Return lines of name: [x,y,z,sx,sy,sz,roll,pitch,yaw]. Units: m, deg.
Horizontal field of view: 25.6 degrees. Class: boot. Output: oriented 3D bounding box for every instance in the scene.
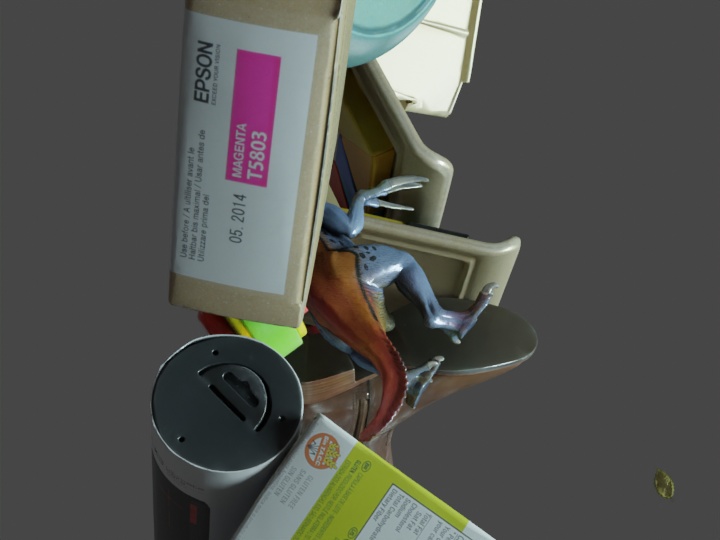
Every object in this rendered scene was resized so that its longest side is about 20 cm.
boot: [0.025,0.115,1.100,0.201,0.184,0.065,91,-10,-45]

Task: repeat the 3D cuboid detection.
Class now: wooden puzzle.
wooden puzzle: [0.000,0.000,1.084,0.185,0.197,0.038,100,-2,-66]
wooden puzzle: [-0.012,-0.104,1.083,0.201,0.037,0.185,58,-16,17]

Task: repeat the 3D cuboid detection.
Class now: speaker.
speaker: [-0.075,0.119,0.874,0.201,0.080,0.082,100,-2,-56]

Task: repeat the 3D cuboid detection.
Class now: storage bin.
storage bin: [0.012,-0.229,1.203,0.200,0.093,0.201,-154,-109,-65]

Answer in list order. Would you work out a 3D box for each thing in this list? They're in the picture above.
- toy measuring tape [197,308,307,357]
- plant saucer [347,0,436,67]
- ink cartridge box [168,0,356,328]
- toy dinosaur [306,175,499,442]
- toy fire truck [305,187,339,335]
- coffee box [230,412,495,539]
toy measuring tape: [-0.065,0.019,0.962,0.200,0.073,0.075,100,-1,-79]
plant saucer: [0.006,-0.217,0.926,0.199,0.027,0.203,-24,121,-46]
ink cartridge box: [-0.044,-0.102,0.797,0.166,0.074,0.202,-80,180,-52]
toy dinosaur: [-0.014,-0.016,0.898,0.106,0.181,0.200,-55,173,15]
toy fire truck: [-0.047,0.011,1.349,0.199,0.176,0.129,-32,-150,28]
coffee box: [0.012,0.229,0.835,0.201,0.197,0.200,-55,165,-9]
